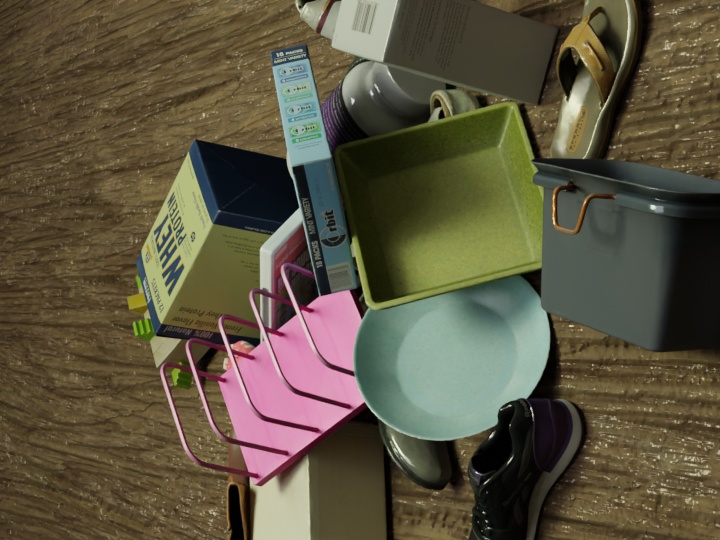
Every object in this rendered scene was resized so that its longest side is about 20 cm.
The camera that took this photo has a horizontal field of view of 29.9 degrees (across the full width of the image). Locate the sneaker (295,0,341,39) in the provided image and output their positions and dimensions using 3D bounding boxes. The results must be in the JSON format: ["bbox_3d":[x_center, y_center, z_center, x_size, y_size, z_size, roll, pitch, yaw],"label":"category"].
[{"bbox_3d":[-0.034,-0.341,1.630,0.201,0.089,0.075,-98,31,-59],"label":"sneaker"}]

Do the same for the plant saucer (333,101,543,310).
[{"bbox_3d":[0.087,-0.056,1.351,0.048,0.197,0.202,73,-177,-58],"label":"plant saucer"}]

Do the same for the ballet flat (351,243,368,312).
[{"bbox_3d":[0.000,0.000,1.529,0.201,0.062,0.068,-57,39,32],"label":"ballet flat"}]

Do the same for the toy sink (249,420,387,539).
[{"bbox_3d":[-0.046,0.226,1.508,0.130,0.111,0.203,-28,59,50],"label":"toy sink"}]

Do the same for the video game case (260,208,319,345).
[{"bbox_3d":[-0.070,0.017,1.532,0.017,0.143,0.202,21,133,20],"label":"video game case"}]

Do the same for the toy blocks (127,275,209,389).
[{"bbox_3d":[-0.245,0.045,1.906,0.137,0.099,0.201,-45,44,26],"label":"toy blocks"}]

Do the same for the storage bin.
[{"bbox_3d":[0.226,-0.015,1.133,0.199,0.144,0.136,20,109,58],"label":"storage bin"}]

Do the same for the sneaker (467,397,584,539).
[{"bbox_3d":[0.126,0.204,1.263,0.076,0.087,0.202,46,120,52],"label":"sneaker"}]

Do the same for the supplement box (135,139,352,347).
[{"bbox_3d":[-0.140,-0.024,1.641,0.201,0.198,0.135,-59,37,32],"label":"supplement box"}]

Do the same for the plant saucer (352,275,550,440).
[{"bbox_3d":[0.092,0.082,1.327,0.198,0.039,0.203,-10,56,14],"label":"plant saucer"}]

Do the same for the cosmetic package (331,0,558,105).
[{"bbox_3d":[0.085,-0.231,1.343,0.107,0.198,0.086,27,106,54],"label":"cosmetic package"}]

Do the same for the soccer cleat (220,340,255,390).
[{"bbox_3d":[-0.127,0.125,1.636,0.200,0.075,0.068,139,135,-76],"label":"soccer cleat"}]

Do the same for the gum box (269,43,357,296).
[{"bbox_3d":[-0.049,-0.105,1.386,0.201,0.044,0.171,-104,2,-48],"label":"gum box"}]

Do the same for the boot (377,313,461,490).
[{"bbox_3d":[0.074,0.113,1.396,0.131,0.067,0.202,-48,45,35],"label":"boot"}]

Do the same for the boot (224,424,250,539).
[{"bbox_3d":[-0.143,0.253,1.594,0.200,0.068,0.191,47,-131,-82],"label":"boot"}]

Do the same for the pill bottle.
[{"bbox_3d":[0.009,-0.165,1.529,0.200,0.110,0.113,-44,47,44],"label":"pill bottle"}]

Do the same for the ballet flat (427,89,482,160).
[{"bbox_3d":[0.083,-0.094,1.437,0.067,0.062,0.203,1,83,58],"label":"ballet flat"}]

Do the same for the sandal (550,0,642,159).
[{"bbox_3d":[0.211,-0.187,1.266,0.080,0.053,0.203,27,104,57],"label":"sandal"}]

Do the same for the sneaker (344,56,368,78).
[{"bbox_3d":[0.051,-0.273,1.544,0.200,0.074,0.089,-40,32,47],"label":"sneaker"}]

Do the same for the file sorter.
[{"bbox_3d":[-0.095,0.106,1.406,0.199,0.125,0.140,-38,56,22],"label":"file sorter"}]
